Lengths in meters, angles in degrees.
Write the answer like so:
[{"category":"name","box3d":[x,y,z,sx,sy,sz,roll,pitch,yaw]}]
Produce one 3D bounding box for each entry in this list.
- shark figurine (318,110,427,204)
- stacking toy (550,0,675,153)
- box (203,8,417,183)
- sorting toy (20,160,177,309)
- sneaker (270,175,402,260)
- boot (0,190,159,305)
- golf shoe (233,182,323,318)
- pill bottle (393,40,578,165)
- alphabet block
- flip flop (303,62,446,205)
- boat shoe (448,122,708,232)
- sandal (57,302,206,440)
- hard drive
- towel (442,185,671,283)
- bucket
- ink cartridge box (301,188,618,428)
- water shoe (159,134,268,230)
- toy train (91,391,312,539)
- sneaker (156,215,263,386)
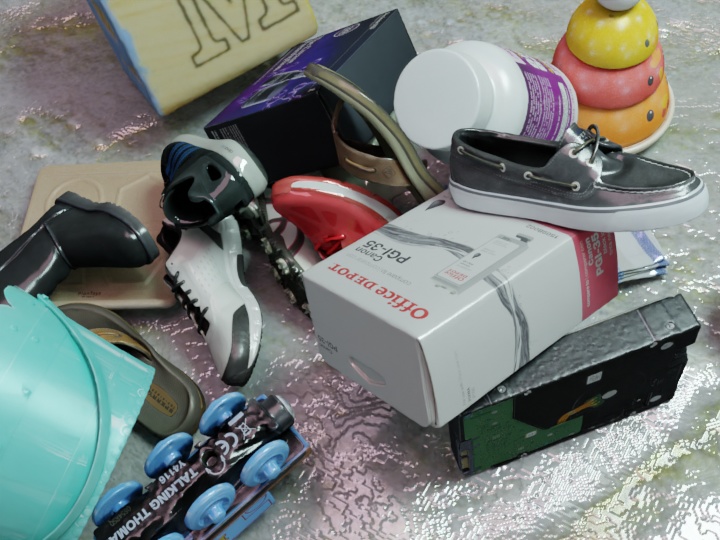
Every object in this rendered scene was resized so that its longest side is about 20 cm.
[{"category":"shark figurine","box3d":[0.020,-0.117,0.941,0.128,0.089,0.215,27,70,-14]},{"category":"stacking toy","box3d":[0.243,-0.219,0.892,0.145,0.200,0.147,-4,58,7]},{"category":"box","box3d":[-0.041,-0.172,0.913,0.140,0.079,0.200,-8,31,32]},{"category":"sorting toy","box3d":[-0.266,-0.036,0.958,0.184,0.037,0.201,-2,54,8]},{"category":"sneaker","box3d":[0.000,0.000,0.821,0.199,0.078,0.116,23,70,-21]},{"category":"boot","box3d":[-0.301,0.019,0.847,0.164,0.066,0.200,15,51,44]},{"category":"golf shoe","box3d":[-0.061,-0.037,0.901,0.088,0.077,0.200,-27,58,-15]},{"category":"pill bottle","box3d":[0.115,-0.149,0.837,0.112,0.200,0.113,3,96,32]},{"category":"alphabet block","box3d":[-0.193,-0.319,0.994,0.199,0.197,0.195,-30,37,-9]},{"category":"flip flop","box3d":[0.016,-0.095,0.789,0.057,0.200,0.081,-39,23,3]},{"category":"boat shoe","box3d":[0.154,-0.078,0.679,0.199,0.067,0.070,12,37,36]},{"category":"sandal","box3d":[-0.232,0.092,0.845,0.200,0.055,0.082,33,94,21]},{"category":"hard drive","box3d":[0.167,0.097,0.744,0.199,0.140,0.038,-21,57,-4]},{"category":"towel","box3d":[0.177,-0.041,0.863,0.199,0.024,0.147,-10,55,-19]},{"category":"bucket","box3d":[-0.262,0.130,0.726,0.134,0.207,0.208,26,61,-12]},{"category":"ink cartridge box","box3d":[0.077,0.013,0.706,0.199,0.083,0.146,-31,35,-27]},{"category":"water shoe","box3d":[-0.161,-0.081,0.856,0.079,0.072,0.200,-43,21,-22]},{"category":"toy train","box3d":[-0.129,0.184,0.749,0.200,0.114,0.087,-40,62,-15]},{"category":"sneaker","box3d":[-0.146,0.026,0.863,0.080,0.074,0.201,4,44,-29]}]
